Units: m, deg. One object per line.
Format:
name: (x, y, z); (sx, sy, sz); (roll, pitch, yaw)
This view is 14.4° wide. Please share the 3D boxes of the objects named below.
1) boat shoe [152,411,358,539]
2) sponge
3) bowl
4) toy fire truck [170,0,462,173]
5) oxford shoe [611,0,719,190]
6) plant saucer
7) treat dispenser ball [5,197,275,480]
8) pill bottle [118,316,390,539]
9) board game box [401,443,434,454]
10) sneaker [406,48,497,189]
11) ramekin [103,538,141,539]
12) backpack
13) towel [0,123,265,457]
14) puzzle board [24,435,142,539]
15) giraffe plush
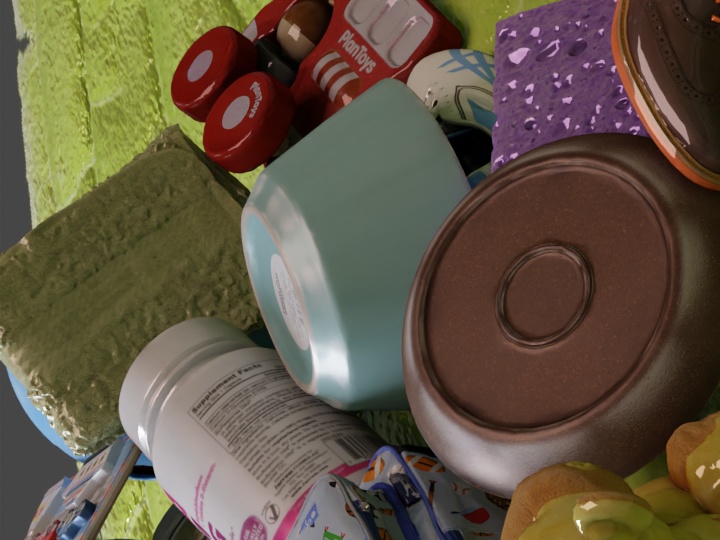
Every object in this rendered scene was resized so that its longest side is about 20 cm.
boat shoe: (-0.050, 0.124, 1.788); (0.200, 0.072, 0.062); (-54, 38, 3)
sponge: (0.121, -0.054, 1.494); (0.111, 0.030, 0.200); (-14, 61, 31)
bowl: (0.000, 0.000, 1.622); (0.201, 0.105, 0.201); (161, 90, -76)
toy fire truck: (-0.022, -0.130, 1.846); (0.168, 0.112, 0.200); (-49, 32, 9)
oxford shoe: (0.173, -0.138, 1.441); (0.073, 0.071, 0.200); (-33, 55, 44)
plant saucer: (0.099, 0.017, 1.437); (0.200, 0.032, 0.201); (-15, 61, 29)
treat dispenser ball: (-0.139, 0.040, 1.897); (0.201, 0.200, 0.201); (-36, 49, 57)
pill bottle: (-0.052, 0.116, 1.676); (0.200, 0.113, 0.114); (40, 119, 42)
board game box: (0.007, 0.212, 1.721); (0.120, 0.032, 0.200); (-20, 63, 60)
sneaker: (0.061, -0.081, 1.662); (0.200, 0.072, 0.072); (-125, 48, -59)
ramekin: (-0.122, 0.255, 1.793); (0.098, 0.200, 0.201); (-64, 28, 17)
backpack: (0.035, 0.204, 1.521); (0.191, 0.154, 0.200); (48, 126, 50)
towel: (-0.140, 0.013, 1.780); (0.148, 0.200, 0.037); (46, 161, 15)
puzzle board: (-0.202, 0.180, 1.809); (0.200, 0.017, 0.151); (-35, 24, 60)
giraffe plush: (0.129, 0.146, 1.297); (0.200, 0.162, 0.173); (26, 104, 62)
